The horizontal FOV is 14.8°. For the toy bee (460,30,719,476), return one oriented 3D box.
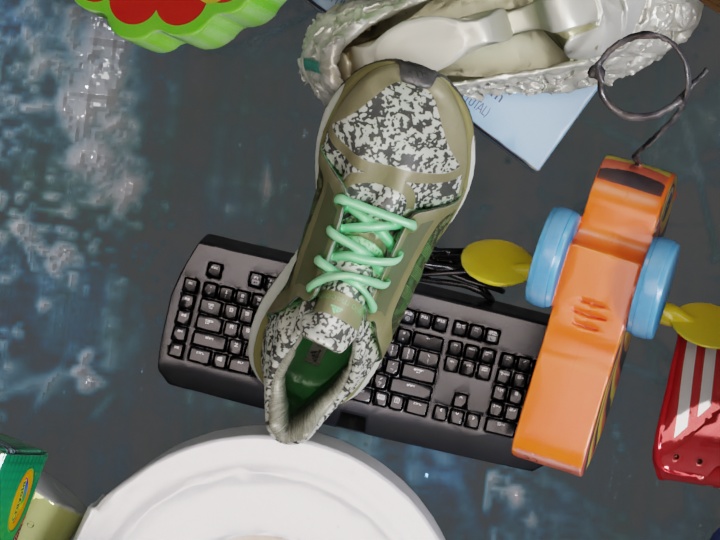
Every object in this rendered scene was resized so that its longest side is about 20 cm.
[{"bbox_3d":[0.127,-0.007,1.294,0.131,0.109,0.200,38,106,6],"label":"toy bee"}]

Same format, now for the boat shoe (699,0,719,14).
[{"bbox_3d":[0.148,-0.209,1.261,0.072,0.072,0.201,-24,73,-30],"label":"boat shoe"}]

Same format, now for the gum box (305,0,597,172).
[{"bbox_3d":[0.076,-0.177,1.322,0.170,0.045,0.200,36,92,1],"label":"gum box"}]

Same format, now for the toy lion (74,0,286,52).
[{"bbox_3d":[-0.051,-0.186,1.287,0.199,0.069,0.193,28,94,28],"label":"toy lion"}]

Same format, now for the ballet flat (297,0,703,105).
[{"bbox_3d":[0.069,-0.110,1.269,0.199,0.072,0.072,-15,90,1],"label":"ballet flat"}]

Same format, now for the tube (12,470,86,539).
[{"bbox_3d":[-0.206,0.184,1.329,0.052,0.058,0.200,32,96,-40],"label":"tube"}]

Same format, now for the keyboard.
[{"bbox_3d":[0.006,0.027,1.328,0.199,0.040,0.105,12,91,0],"label":"keyboard"}]

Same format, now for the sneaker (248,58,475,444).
[{"bbox_3d":[0.000,0.000,1.249,0.076,0.089,0.201,16,122,-4],"label":"sneaker"}]

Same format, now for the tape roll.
[{"bbox_3d":[-0.048,0.175,1.315,0.201,0.071,0.204,0,91,1],"label":"tape roll"}]

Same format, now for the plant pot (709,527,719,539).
[{"bbox_3d":[0.220,0.257,1.223,0.199,0.180,0.201,15,119,2],"label":"plant pot"}]

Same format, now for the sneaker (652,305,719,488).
[{"bbox_3d":[0.208,0.107,1.317,0.115,0.078,0.201,-22,78,10],"label":"sneaker"}]

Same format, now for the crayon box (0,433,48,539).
[{"bbox_3d":[-0.259,0.106,1.298,0.199,0.058,0.119,20,91,17],"label":"crayon box"}]
